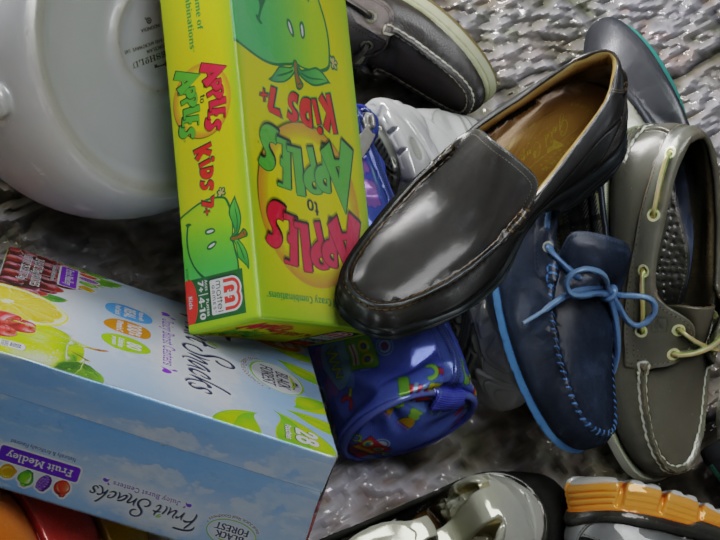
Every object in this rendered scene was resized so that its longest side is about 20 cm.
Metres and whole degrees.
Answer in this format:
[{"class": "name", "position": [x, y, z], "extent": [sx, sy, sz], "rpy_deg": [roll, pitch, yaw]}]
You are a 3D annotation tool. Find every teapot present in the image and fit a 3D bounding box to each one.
[{"class": "teapot", "position": [-0.157, -0.117, 1.103], "extent": [0.200, 0.146, 0.198], "rpy_deg": [32, 67, -43]}]

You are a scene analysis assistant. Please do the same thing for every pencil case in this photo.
[{"class": "pencil case", "position": [0.000, 0.000, 1.118], "extent": [0.078, 0.087, 0.201], "rpy_deg": [1, 62, -44]}]

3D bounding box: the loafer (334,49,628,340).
[{"class": "loafer", "position": [0.062, -0.044, 1.041], "extent": [0.073, 0.072, 0.200], "rpy_deg": [36, 61, 20]}]

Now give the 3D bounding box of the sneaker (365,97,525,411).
[{"class": "sneaker", "position": [0.071, -0.017, 1.169], "extent": [0.099, 0.078, 0.201], "rpy_deg": [-8, 65, -30]}]

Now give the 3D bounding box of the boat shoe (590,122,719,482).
[{"class": "boat shoe", "position": [0.169, 0.019, 1.143], "extent": [0.072, 0.060, 0.203], "rpy_deg": [-4, 92, -39]}]

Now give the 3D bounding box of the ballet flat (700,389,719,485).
[{"class": "ballet flat", "position": [0.253, 0.055, 1.199], "extent": [0.073, 0.073, 0.200], "rpy_deg": [35, 56, 3]}]

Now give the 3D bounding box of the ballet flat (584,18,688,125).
[{"class": "ballet flat", "position": [0.170, -0.063, 1.229], "extent": [0.073, 0.073, 0.201], "rpy_deg": [-16, 69, -28]}]

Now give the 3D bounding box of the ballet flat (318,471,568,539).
[{"class": "ballet flat", "position": [0.041, 0.145, 1.061], "extent": [0.199, 0.068, 0.068], "rpy_deg": [-20, 68, -30]}]

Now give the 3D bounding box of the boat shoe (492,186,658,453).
[{"class": "boat shoe", "position": [0.110, -0.006, 1.102], "extent": [0.084, 0.068, 0.201], "rpy_deg": [13, 61, -55]}]

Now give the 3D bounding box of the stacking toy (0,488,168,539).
[{"class": "stacking toy", "position": [-0.153, 0.136, 0.979], "extent": [0.200, 0.146, 0.146], "rpy_deg": [-13, 64, -48]}]

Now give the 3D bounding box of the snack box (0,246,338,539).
[{"class": "snack box", "position": [-0.105, 0.062, 0.987], "extent": [0.168, 0.068, 0.200], "rpy_deg": [19, 11, -9]}]

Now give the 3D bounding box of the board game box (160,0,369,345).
[{"class": "board game box", "position": [-0.047, -0.067, 1.046], "extent": [0.101, 0.047, 0.201], "rpy_deg": [9, 72, -55]}]

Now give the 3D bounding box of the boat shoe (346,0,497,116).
[{"class": "boat shoe", "position": [-0.012, -0.148, 1.225], "extent": [0.200, 0.073, 0.065], "rpy_deg": [35, 65, 6]}]

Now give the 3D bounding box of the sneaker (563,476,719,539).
[{"class": "sneaker", "position": [0.194, 0.169, 1.110], "extent": [0.199, 0.078, 0.078], "rpy_deg": [16, 78, -12]}]
